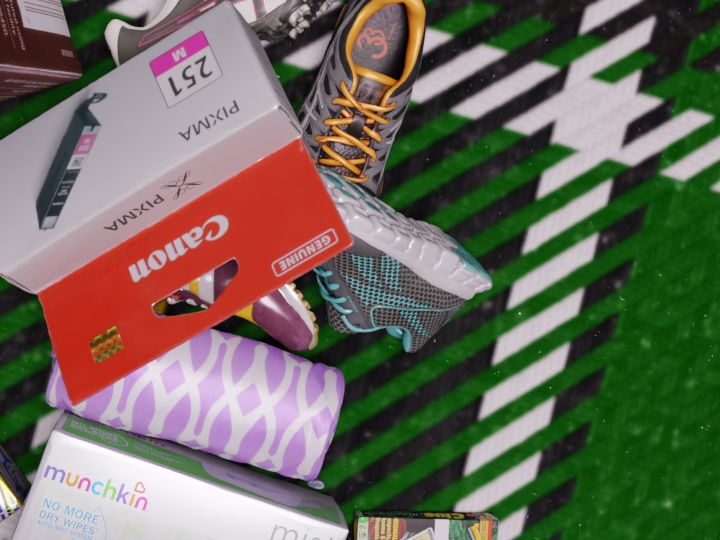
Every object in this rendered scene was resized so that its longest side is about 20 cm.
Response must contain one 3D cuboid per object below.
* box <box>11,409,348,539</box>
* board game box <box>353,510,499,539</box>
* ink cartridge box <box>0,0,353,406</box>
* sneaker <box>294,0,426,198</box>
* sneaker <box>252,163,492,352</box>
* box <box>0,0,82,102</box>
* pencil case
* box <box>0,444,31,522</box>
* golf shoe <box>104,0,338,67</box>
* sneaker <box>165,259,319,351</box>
[{"bbox_3d":[-0.133,0.208,0.777,0.200,0.097,0.177,21,90,-8],"label":"box"},{"bbox_3d":[0.042,0.273,0.844,0.105,0.023,0.200,2,91,-12],"label":"board game box"},{"bbox_3d":[-0.126,-0.042,0.705,0.200,0.044,0.174,-30,60,7],"label":"ink cartridge box"},{"bbox_3d":[-0.005,-0.107,0.799,0.078,0.077,0.200,15,91,-12],"label":"sneaker"},{"bbox_3d":[0.000,0.000,0.775,0.200,0.078,0.091,28,105,-38],"label":"sneaker"},{"bbox_3d":[-0.297,-0.166,0.678,0.200,0.164,0.166,-15,95,9],"label":"box"},{"bbox_3d":[-0.107,0.076,0.782,0.200,0.085,0.084,19,95,-10],"label":"pencil case"},{"bbox_3d":[-0.298,0.084,0.757,0.064,0.070,0.200,-36,97,-8],"label":"box"},{"bbox_3d":[-0.077,-0.185,0.788,0.200,0.077,0.088,-41,90,-7],"label":"golf shoe"},{"bbox_3d":[-0.119,0.000,0.787,0.200,0.075,0.090,42,84,1],"label":"sneaker"}]
